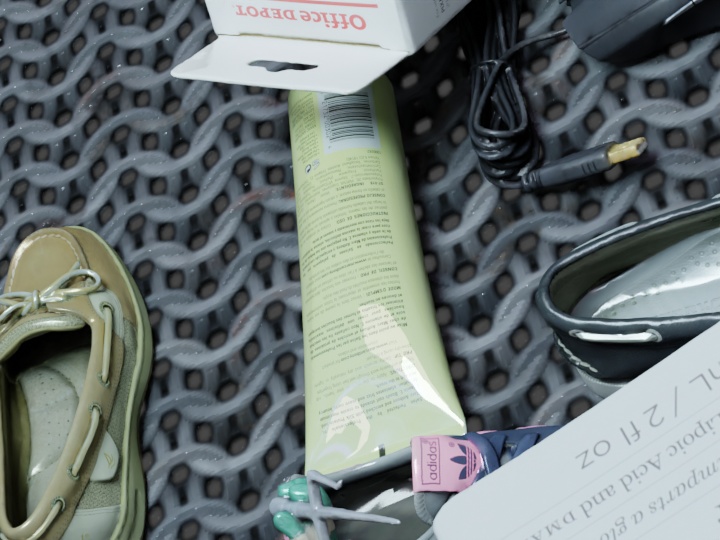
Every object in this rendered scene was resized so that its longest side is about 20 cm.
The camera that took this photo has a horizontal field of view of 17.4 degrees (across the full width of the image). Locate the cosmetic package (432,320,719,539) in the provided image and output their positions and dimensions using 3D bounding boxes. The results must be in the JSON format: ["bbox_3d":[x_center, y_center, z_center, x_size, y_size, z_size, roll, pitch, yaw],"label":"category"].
[{"bbox_3d":[0.157,0.141,0.764,0.165,0.165,0.200,-36,47,8],"label":"cosmetic package"}]

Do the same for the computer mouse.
[{"bbox_3d":[0.127,-0.113,1.043,0.200,0.046,0.141,-16,50,23],"label":"computer mouse"}]

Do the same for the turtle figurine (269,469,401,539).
[{"bbox_3d":[-0.038,0.167,0.890,0.200,0.101,0.150,-31,24,53],"label":"turtle figurine"}]

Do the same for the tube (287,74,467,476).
[{"bbox_3d":[0.000,0.000,1.050,0.058,0.052,0.200,122,148,-48],"label":"tube"}]

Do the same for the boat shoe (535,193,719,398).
[{"bbox_3d":[0.167,-0.001,0.929,0.200,0.060,0.076,-22,50,18],"label":"boat shoe"}]

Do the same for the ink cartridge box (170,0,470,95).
[{"bbox_3d":[0.001,-0.159,1.090,0.116,0.068,0.200,7,38,36],"label":"ink cartridge box"}]

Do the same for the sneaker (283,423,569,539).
[{"bbox_3d":[0.062,0.090,0.918,0.200,0.082,0.070,-20,48,19],"label":"sneaker"}]

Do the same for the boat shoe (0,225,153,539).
[{"bbox_3d":[-0.142,0.052,1.089,0.073,0.063,0.201,-20,51,20],"label":"boat shoe"}]
